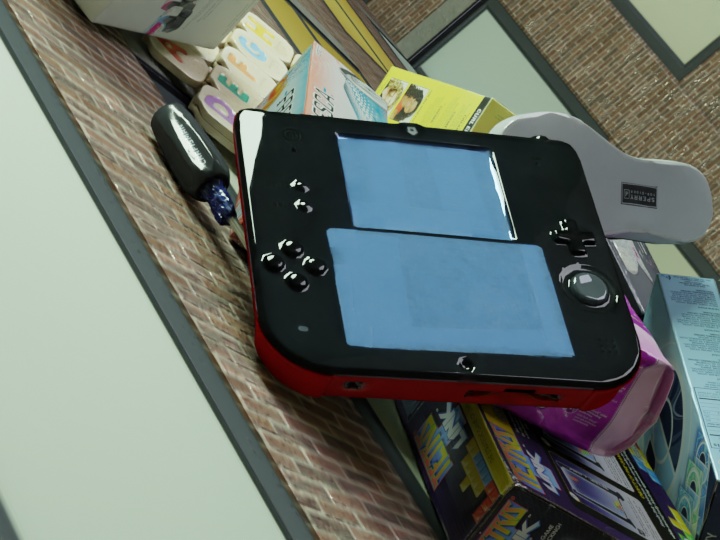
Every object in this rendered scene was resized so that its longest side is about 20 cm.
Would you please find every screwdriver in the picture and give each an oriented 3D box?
[{"bbox_3d":[-0.062,-0.015,0.810,0.029,0.028,0.201,1,45,-38],"label":"screwdriver"}]

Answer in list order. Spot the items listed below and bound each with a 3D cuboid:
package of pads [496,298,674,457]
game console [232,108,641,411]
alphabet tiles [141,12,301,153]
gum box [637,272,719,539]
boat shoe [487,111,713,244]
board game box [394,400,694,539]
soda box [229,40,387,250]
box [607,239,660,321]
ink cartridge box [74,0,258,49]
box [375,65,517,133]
[{"bbox_3d":[0.099,0.019,0.931,0.120,0.076,0.200,26,18,-18],"label":"package of pads"},{"bbox_3d":[0.037,-0.010,0.798,0.197,0.031,0.178,5,52,-17],"label":"game console"},{"bbox_3d":[-0.059,-0.116,1.079,0.195,0.015,0.201,39,24,-12],"label":"alphabet tiles"},{"bbox_3d":[0.206,0.130,1.005,0.044,0.172,0.201,6,34,-5],"label":"gum box"},{"bbox_3d":[0.138,-0.049,0.974,0.198,0.070,0.056,13,-8,-40],"label":"boat shoe"},{"bbox_3d":[0.107,0.120,0.910,0.164,0.057,0.200,30,18,-23],"label":"board game box"},{"bbox_3d":[-0.027,-0.063,0.937,0.068,0.064,0.201,38,22,-17],"label":"soda box"},{"bbox_3d":[0.153,0.001,1.174,0.133,0.114,0.200,65,15,11],"label":"box"},{"bbox_3d":[-0.146,-0.208,0.960,0.115,0.068,0.200,51,17,13],"label":"ink cartridge box"},{"bbox_3d":[0.067,-0.093,1.093,0.075,0.050,0.200,33,1,-21],"label":"box"}]
